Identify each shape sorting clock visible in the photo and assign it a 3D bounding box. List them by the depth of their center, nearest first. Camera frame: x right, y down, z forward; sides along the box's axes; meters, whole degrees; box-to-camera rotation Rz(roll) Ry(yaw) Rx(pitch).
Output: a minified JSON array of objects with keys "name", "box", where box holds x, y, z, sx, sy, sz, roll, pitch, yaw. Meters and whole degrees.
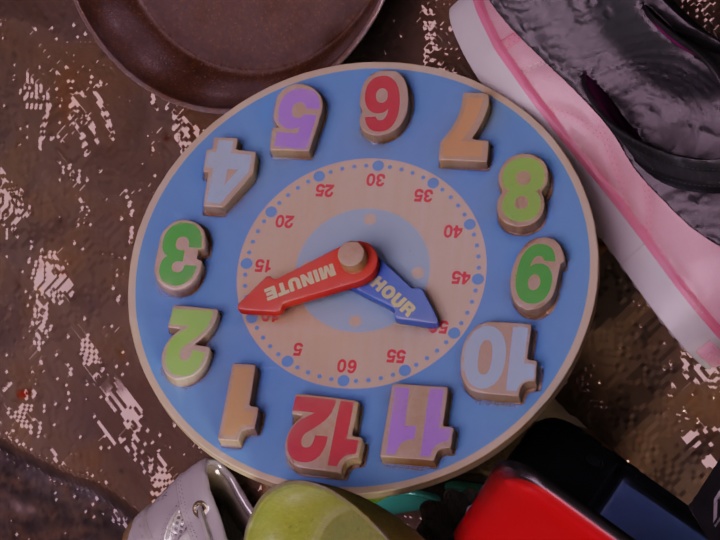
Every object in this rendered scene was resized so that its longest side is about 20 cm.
[{"name":"shape sorting clock","box":[0.000,0.000,1.139,0.199,0.039,0.201,-3,68,8]}]

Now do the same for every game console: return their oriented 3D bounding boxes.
[{"name":"game console","box":[0.142,0.124,1.060,0.200,0.172,0.119,36,127,5]}]

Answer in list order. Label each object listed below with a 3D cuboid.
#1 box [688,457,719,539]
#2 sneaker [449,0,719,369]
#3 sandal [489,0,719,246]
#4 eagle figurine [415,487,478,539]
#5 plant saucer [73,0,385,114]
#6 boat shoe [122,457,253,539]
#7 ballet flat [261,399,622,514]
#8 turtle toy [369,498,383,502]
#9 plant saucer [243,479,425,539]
[{"name":"box","box":[0.254,0.074,1.075,0.199,0.044,0.161,23,110,-21]},{"name":"sneaker","box":[0.130,-0.065,1.184,0.105,0.075,0.201,-40,71,12]},{"name":"sandal","box":[0.124,-0.072,1.116,0.200,0.048,0.075,42,110,13]},{"name":"eagle figurine","box":[0.087,0.208,1.161,0.151,0.151,0.201,16,124,31]},{"name":"plant saucer","box":[-0.056,-0.174,1.284,0.199,0.034,0.202,2,94,31]},{"name":"boat shoe","box":[-0.031,0.173,1.283,0.200,0.071,0.069,48,114,17]},{"name":"ballet flat","box":[0.045,0.079,1.249,0.199,0.068,0.073,-3,73,31]},{"name":"turtle toy","box":[0.000,0.012,1.212,0.145,0.101,0.201,-19,61,27]},{"name":"plant saucer","box":[0.015,0.174,1.083,0.200,0.031,0.201,40,139,47]}]
